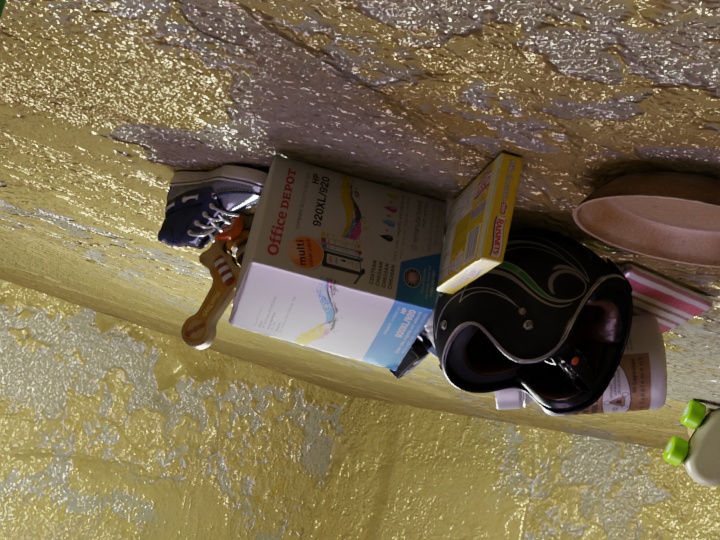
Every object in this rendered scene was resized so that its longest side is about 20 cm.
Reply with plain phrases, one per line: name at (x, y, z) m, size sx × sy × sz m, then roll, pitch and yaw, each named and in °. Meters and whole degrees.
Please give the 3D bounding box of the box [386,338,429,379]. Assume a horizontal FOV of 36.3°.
box at (0.009, 0.064, 1.555) m, size 0.200 × 0.050 × 0.198 m, roll 44°, pitch -177°, yaw 8°

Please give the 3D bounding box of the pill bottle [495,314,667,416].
pill bottle at (0.260, 0.117, 1.325) m, size 0.199 × 0.115 × 0.114 m, roll -5°, pitch 167°, yaw 6°

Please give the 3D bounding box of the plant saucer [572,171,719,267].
plant saucer at (0.294, -0.048, 0.993) m, size 0.199 × 0.036 × 0.200 m, roll 13°, pitch 168°, yaw 3°

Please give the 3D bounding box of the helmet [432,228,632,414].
helmet at (0.180, 0.052, 1.209) m, size 0.190 × 0.201 × 0.200 m, roll 20°, pitch 175°, yaw 39°

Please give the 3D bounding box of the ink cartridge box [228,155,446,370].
ink cartridge box at (-0.026, -0.007, 1.206) m, size 0.199 × 0.148 × 0.145 m, roll 15°, pitch 146°, yaw -8°

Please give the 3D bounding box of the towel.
towel at (0.313, 0.055, 1.363) m, size 0.146 × 0.030 × 0.200 m, roll 19°, pitch 143°, yaw -30°

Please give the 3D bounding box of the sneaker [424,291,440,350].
sneaker at (0.127, 0.016, 1.351) m, size 0.074 × 0.200 × 0.116 m, roll -26°, pitch 103°, yaw 38°

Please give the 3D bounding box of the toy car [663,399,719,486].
toy car at (0.705, 0.347, 2.229) m, size 0.164 × 0.158 × 0.200 m, roll 25°, pitch -178°, yaw 5°

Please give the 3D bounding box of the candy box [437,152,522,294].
candy box at (0.113, -0.041, 1.082) m, size 0.026 × 0.103 × 0.200 m, roll 16°, pitch 169°, yaw -5°

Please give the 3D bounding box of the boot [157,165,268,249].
boot at (-0.169, -0.070, 1.315) m, size 0.073 × 0.091 × 0.200 m, roll 22°, pitch 167°, yaw -37°

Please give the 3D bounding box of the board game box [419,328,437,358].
board game box at (0.117, 0.083, 1.560) m, size 0.200 × 0.062 × 0.200 m, roll 36°, pitch -171°, yaw -9°

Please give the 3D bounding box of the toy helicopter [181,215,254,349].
toy helicopter at (-0.172, 0.021, 1.489) m, size 0.132 × 0.200 × 0.079 m, roll 28°, pitch 174°, yaw 21°

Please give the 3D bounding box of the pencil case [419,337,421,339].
pencil case at (0.055, 0.075, 1.788) m, size 0.199 × 0.083 × 0.091 m, roll 8°, pitch 146°, yaw 30°

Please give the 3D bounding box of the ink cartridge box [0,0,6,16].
ink cartridge box at (-0.205, -0.195, 0.449) m, size 0.083 × 0.201 × 0.146 m, roll 9°, pitch 168°, yaw 40°
